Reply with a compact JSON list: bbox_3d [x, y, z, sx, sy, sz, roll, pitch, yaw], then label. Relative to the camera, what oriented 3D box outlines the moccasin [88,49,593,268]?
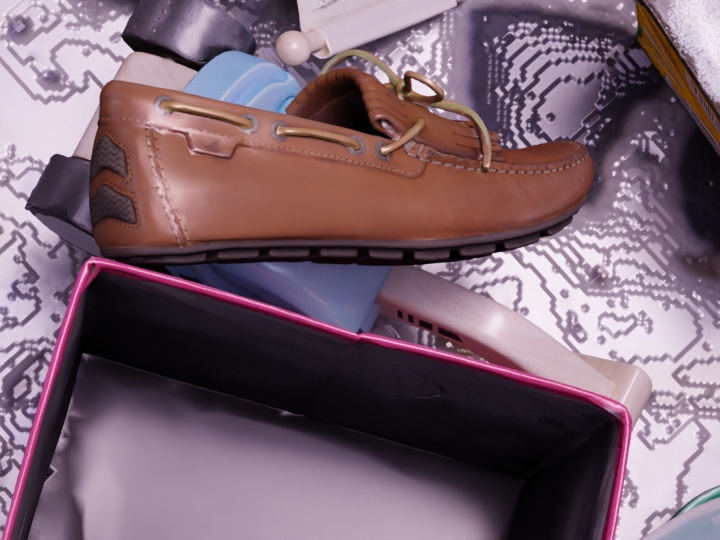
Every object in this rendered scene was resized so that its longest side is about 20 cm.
[{"bbox_3d":[-0.004,-0.041,1.001,0.200,0.074,0.078,0,89,-29],"label":"moccasin"}]

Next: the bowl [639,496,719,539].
[{"bbox_3d":[0.164,0.188,1.041,0.200,0.105,0.202,-15,54,21],"label":"bowl"}]

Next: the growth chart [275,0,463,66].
[{"bbox_3d":[-0.021,-0.180,1.128,0.144,0.018,0.201,-13,83,-50],"label":"growth chart"}]

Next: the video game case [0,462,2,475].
[{"bbox_3d":[-0.248,0.030,1.048,0.199,0.024,0.183,-23,107,-21],"label":"video game case"}]

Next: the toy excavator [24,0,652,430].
[{"bbox_3d":[0.000,0.000,1.091,0.199,0.195,0.100,23,76,26],"label":"toy excavator"}]

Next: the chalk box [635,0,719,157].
[{"bbox_3d":[0.219,-0.107,1.111,0.199,0.124,0.125,-34,84,3],"label":"chalk box"}]

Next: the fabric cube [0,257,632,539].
[{"bbox_3d":[-0.034,0.129,1.022,0.199,0.199,0.197,15,77,-4],"label":"fabric cube"}]

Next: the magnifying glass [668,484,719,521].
[{"bbox_3d":[0.121,0.170,1.124,0.079,0.022,0.200,35,79,0],"label":"magnifying glass"}]
